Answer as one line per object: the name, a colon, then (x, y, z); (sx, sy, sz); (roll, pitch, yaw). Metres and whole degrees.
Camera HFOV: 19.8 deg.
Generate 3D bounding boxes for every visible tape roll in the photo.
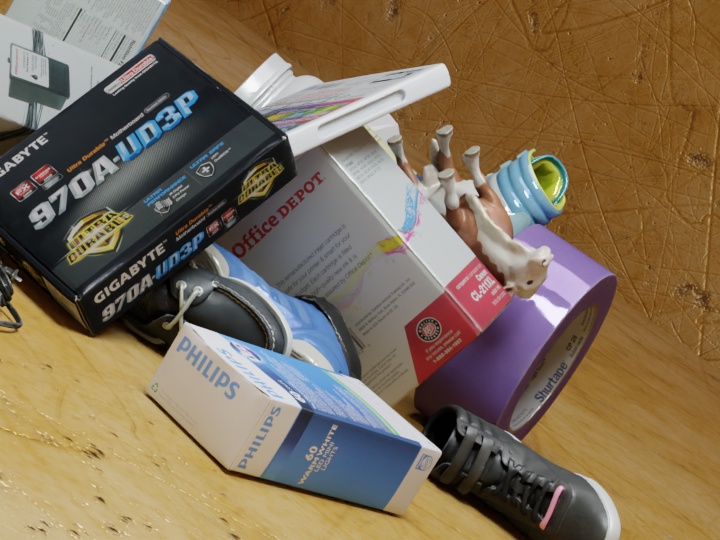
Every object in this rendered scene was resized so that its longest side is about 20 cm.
tape roll: (0.139, 0.065, 1.836); (0.085, 0.201, 0.200); (33, 9, 16)

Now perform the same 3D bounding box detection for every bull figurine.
bull figurine: (0.089, -0.048, 1.732); (0.200, 0.065, 0.122); (33, -34, 60)

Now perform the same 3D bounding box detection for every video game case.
video game case: (-0.052, -0.118, 1.658); (0.199, 0.181, 0.023); (-1, -68, 57)

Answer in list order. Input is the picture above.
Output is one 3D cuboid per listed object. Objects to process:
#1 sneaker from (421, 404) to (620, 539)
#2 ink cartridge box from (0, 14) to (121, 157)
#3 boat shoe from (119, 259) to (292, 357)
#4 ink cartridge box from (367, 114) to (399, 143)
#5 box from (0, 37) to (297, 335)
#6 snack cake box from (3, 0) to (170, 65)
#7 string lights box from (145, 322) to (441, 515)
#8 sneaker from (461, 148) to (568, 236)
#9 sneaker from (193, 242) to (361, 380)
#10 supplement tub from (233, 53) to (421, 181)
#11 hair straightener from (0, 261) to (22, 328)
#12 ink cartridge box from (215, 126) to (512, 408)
sneaker: (0.117, 0.170, 1.629); (0.099, 0.071, 0.200); (23, 6, -37)
ink cartridge box: (-0.291, -0.131, 1.583); (0.146, 0.084, 0.199); (-8, -17, 34)
boat shoe: (-0.142, 0.023, 1.522); (0.199, 0.076, 0.060); (23, 3, 25)
ink cartridge box: (0.000, -0.059, 2.034); (0.084, 0.202, 0.145); (-12, 18, -7)
box: (-0.169, -0.065, 1.503); (0.159, 0.200, 0.046); (39, -22, 34)
snack cake box: (-0.258, -0.172, 1.743); (0.115, 0.201, 0.067); (31, 8, -7)
string lights box: (-0.043, 0.104, 1.435); (0.103, 0.059, 0.199); (39, 11, 39)
sneaker: (0.127, -0.066, 1.926); (0.080, 0.130, 0.200); (51, 0, -23)
sneaker: (-0.082, 0.037, 1.604); (0.200, 0.077, 0.111); (39, 16, 15)
supplement tub: (-0.047, -0.084, 1.870); (0.200, 0.145, 0.145); (44, 8, -3)
hair straightener: (-0.256, -0.013, 1.393); (0.077, 0.041, 0.200); (27, 10, -29)
ink cartridge box: (0.000, 0.000, 1.664); (0.200, 0.146, 0.083); (50, 32, 0)
